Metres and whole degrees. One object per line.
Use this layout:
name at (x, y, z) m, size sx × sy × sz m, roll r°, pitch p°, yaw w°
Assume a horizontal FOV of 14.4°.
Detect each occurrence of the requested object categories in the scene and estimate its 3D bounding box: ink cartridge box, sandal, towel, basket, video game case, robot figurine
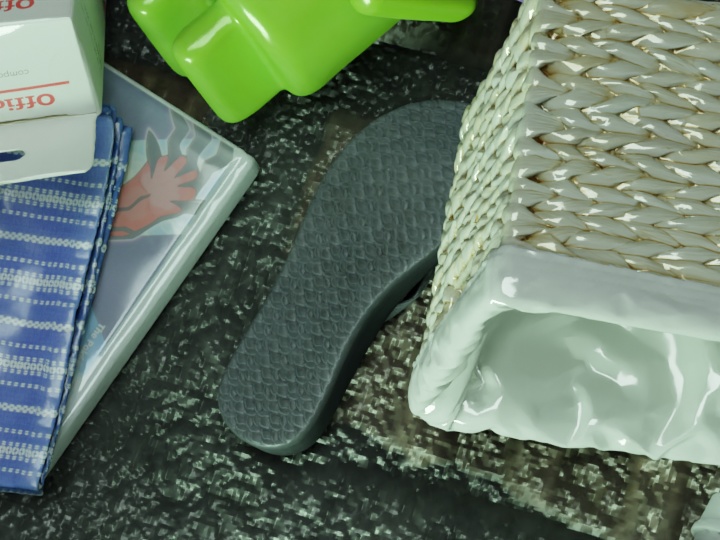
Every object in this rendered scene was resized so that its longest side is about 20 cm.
ink cartridge box at (-0.188, -0.130, 1.403) m, size 0.117 × 0.067 × 0.200 m, roll -8°, pitch 44°, yaw 4°
sandal at (-0.001, 0.000, 1.402) m, size 0.076 × 0.043 × 0.200 m, roll 37°, pitch 91°, yaw 25°
towel at (-0.202, 0.004, 1.416) m, size 0.144 × 0.024 × 0.200 m, roll 9°, pitch 77°, yaw 13°
basket at (0.137, -0.014, 1.278) m, size 0.200 × 0.198 × 0.161 m, roll 9°, pitch 71°, yaw -7°
video game case at (-0.180, -0.020, 1.442) m, size 0.182 × 0.023 × 0.200 m, roll 32°, pitch 82°, yaw 16°
robot figurine at (-0.018, -0.168, 1.407) m, size 0.200 × 0.116 × 0.175 m, roll -41°, pitch 54°, yaw -3°

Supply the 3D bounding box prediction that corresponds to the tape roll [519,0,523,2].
tape roll at (0.102, -0.220, 1.368) m, size 0.200 × 0.066 × 0.200 m, roll 17°, pitch 55°, yaw -26°

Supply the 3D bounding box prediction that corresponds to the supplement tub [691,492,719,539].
supplement tub at (0.166, 0.214, 1.254) m, size 0.145 × 0.145 × 0.200 m, roll 25°, pitch 80°, yaw 15°
